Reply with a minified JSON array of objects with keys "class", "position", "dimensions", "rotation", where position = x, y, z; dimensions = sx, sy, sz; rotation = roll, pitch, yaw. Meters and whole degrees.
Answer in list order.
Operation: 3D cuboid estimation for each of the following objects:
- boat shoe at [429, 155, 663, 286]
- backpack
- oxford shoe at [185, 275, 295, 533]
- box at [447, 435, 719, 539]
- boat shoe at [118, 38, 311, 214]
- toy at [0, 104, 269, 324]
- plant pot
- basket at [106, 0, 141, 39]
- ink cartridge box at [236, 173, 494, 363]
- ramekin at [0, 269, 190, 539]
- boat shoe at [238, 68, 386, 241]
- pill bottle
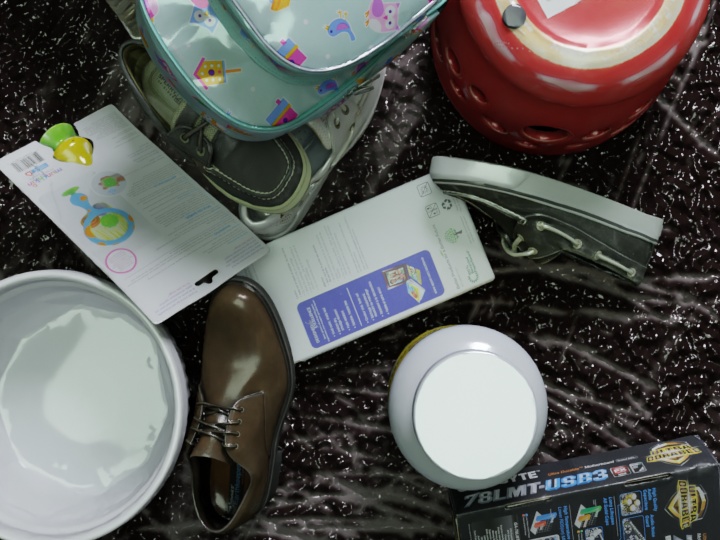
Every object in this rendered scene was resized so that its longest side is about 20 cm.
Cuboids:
[{"class":"boat shoe","position":[0.142,-0.038,0.788],"dimensions":[0.197,0.071,0.065],"rotation":[17,93,-12]},{"class":"backpack","position":[-0.053,-0.190,0.683],"dimensions":[0.199,0.153,0.176],"rotation":[-41,105,-2]},{"class":"oxford shoe","position":[-0.095,0.107,0.768],"dimensions":[0.071,0.084,0.204],"rotation":[5,104,17]},{"class":"box","position":[0.176,0.239,0.770],"dimensions":[0.195,0.050,0.203],"rotation":[-12,111,-1]},{"class":"boat shoe","position":[-0.120,-0.114,0.775],"dimensions":[0.200,0.066,0.072],"rotation":[42,98,29]},{"class":"toy","position":[-0.180,-0.040,0.792],"dimensions":[0.200,0.047,0.115],"rotation":[43,54,18]},{"class":"plant pot","position":[0.154,-0.195,0.752],"dimensions":[0.197,0.182,0.204],"rotation":[0,90,0]},{"class":"basket","position":[-0.178,-0.304,0.789],"dimensions":[0.134,0.123,0.202],"rotation":[-31,89,1]},{"class":"ink cartridge box","position":[0.000,0.000,0.819],"dimensions":[0.197,0.039,0.101],"rotation":[-22,88,-1]},{"class":"ramekin","position":[-0.225,0.102,0.787],"dimensions":[0.197,0.105,0.204],"rotation":[0,89,1]},{"class":"boat shoe","position":[-0.036,-0.116,0.807],"dimensions":[0.070,0.069,0.202],"rotation":[26,89,1]},{"class":"pill bottle","position":[0.074,0.096,0.732],"dimensions":[0.110,0.200,0.114],"rotation":[0,87,1]}]
